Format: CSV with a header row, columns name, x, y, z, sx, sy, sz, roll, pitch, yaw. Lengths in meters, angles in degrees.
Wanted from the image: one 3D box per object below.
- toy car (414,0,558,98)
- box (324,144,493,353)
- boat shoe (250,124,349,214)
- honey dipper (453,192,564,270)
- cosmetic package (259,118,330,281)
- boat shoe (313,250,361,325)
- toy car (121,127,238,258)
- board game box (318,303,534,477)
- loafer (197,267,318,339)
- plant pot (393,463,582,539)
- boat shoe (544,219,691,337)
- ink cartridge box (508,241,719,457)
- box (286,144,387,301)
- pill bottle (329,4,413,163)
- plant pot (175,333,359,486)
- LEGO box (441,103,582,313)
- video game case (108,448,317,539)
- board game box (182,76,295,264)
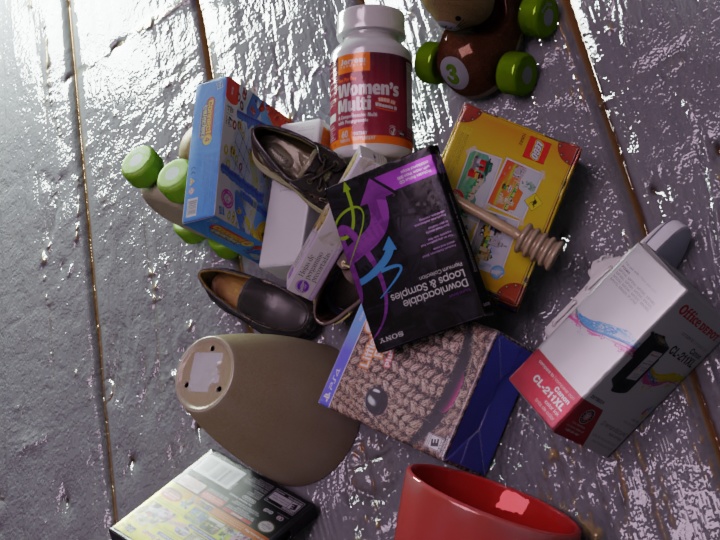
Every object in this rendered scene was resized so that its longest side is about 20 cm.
name,x,y,z,sx,sy,sz,roll,pitch,yaw
toy car,0.119,-0.320,1.626,0.163,0.200,0.159,15,81,39
box,0.053,-0.022,1.483,0.142,0.036,0.202,-21,86,25
boat shoe,-0.059,-0.121,1.645,0.199,0.065,0.074,26,79,18
honey dipper,0.136,-0.066,1.484,0.199,0.038,0.038,32,92,12
cosmetic package,-0.065,-0.086,1.732,0.071,0.101,0.202,-4,70,34
boat shoe,0.000,0.000,1.617,0.072,0.059,0.200,44,137,6
toy car,-0.201,-0.151,1.830,0.157,0.164,0.201,21,69,40
board game box,0.077,0.126,1.542,0.199,0.097,0.161,19,83,40
loafer,-0.139,0.043,1.753,0.199,0.072,0.073,15,80,39
plant pot,0.114,0.322,1.389,0.200,0.200,0.179,21,95,40
boat shoe,0.279,0.014,1.453,0.200,0.073,0.065,-48,55,9
ink cartridge box,0.275,0.086,1.379,0.200,0.145,0.083,-48,52,11
box,-0.030,-0.057,1.604,0.201,0.038,0.042,-59,14,22
pill bottle,0.014,-0.235,1.709,0.109,0.109,0.202,-7,78,34
plant pot,-0.130,0.153,1.618,0.186,0.200,0.189,-15,63,32
LEGO box,0.153,-0.073,1.540,0.148,0.077,0.201,23,85,9
video game case,-0.185,0.315,1.636,0.199,0.026,0.180,20,43,40
board game box,-0.145,-0.124,1.745,0.056,0.195,0.202,-10,66,32
